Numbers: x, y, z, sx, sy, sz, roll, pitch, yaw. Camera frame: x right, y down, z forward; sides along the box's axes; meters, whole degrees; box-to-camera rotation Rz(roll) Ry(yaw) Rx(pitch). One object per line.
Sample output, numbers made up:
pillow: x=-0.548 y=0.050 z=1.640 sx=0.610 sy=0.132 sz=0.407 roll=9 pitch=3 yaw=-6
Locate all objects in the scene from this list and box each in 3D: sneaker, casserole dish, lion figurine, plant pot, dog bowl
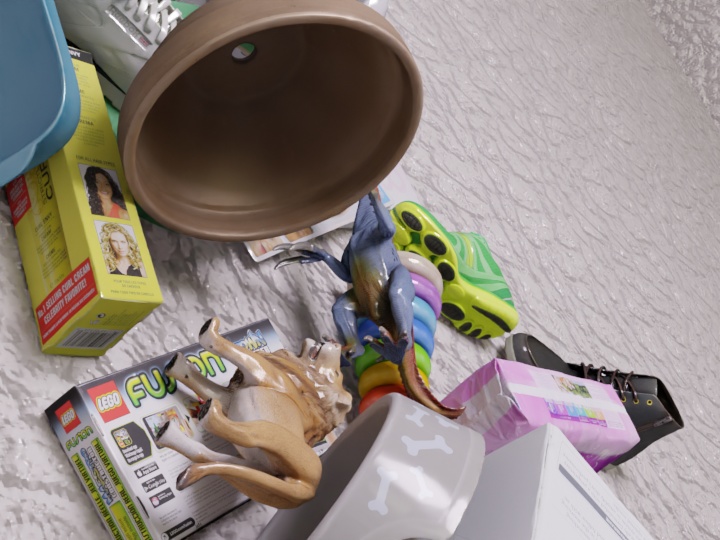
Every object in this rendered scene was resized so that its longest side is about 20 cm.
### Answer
sneaker: x=0.085 y=-0.006 z=1.023 sx=0.200 sy=0.074 sz=0.084 roll=43 pitch=33 yaw=-37
casserole dish: x=-0.238 y=-0.134 z=0.654 sx=0.039 sy=0.121 sz=0.201 roll=31 pitch=34 yaw=-65
lion figurine: x=-0.056 y=0.096 z=0.618 sx=0.122 sy=0.073 sz=0.200 roll=37 pitch=19 yaw=-18
sneaker: x=0.247 y=0.118 z=1.086 sx=0.200 sy=0.106 sz=0.075 roll=43 pitch=32 yaw=-20
plant pot: x=-0.065 y=-0.117 z=0.679 sx=0.200 sy=0.201 sz=0.093 roll=18 pitch=40 yaw=-45
dog bowl: x=-0.013 y=0.157 z=0.599 sx=0.059 sy=0.200 sz=0.200 roll=39 pitch=31 yaw=-3
sneaker: x=-0.159 y=-0.169 z=0.727 sx=0.199 sy=0.081 sz=0.077 roll=30 pitch=44 yaw=-16

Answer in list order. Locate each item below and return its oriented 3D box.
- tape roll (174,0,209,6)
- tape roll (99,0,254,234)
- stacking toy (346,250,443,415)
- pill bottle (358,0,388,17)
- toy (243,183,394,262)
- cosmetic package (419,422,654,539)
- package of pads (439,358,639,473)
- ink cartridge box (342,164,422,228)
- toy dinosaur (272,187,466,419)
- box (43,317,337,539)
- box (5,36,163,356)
tape roll: x=-0.082 y=-0.292 z=0.944 sx=0.071 sy=0.202 sz=0.202 roll=57 pitch=30 yaw=6
tape roll: x=-0.127 y=-0.120 z=0.802 sx=0.199 sy=0.048 sz=0.201 roll=18 pitch=49 yaw=-22
stacking toy: x=0.028 y=0.082 z=0.846 sx=0.085 sy=0.085 sz=0.201 roll=34 pitch=39 yaw=-31
pill bottle: x=-0.035 y=-0.222 z=0.881 sx=0.111 sy=0.111 sz=0.200 roll=58 pitch=-11 yaw=7
toy: x=-0.048 y=-0.090 z=0.899 sx=0.200 sy=0.047 sz=0.115 roll=-27 pitch=80 yaw=-46
cosmetic package: x=0.063 y=0.233 z=0.617 sx=0.123 sy=0.199 sz=0.200 roll=48 pitch=31 yaw=-11
package of pads: x=0.142 y=0.145 z=0.897 sx=0.199 sy=0.120 sz=0.076 roll=16 pitch=41 yaw=-47
ink cartridge box: x=-0.038 y=-0.117 z=0.981 sx=0.200 sy=0.057 sz=0.163 roll=2 pitch=58 yaw=-59
toy dinosaur: x=0.000 y=0.000 z=0.820 sx=0.200 sy=0.104 sz=0.182 roll=54 pitch=29 yaw=-34
box: x=-0.101 y=0.105 z=0.679 sx=0.110 sy=0.035 sz=0.200 roll=59 pitch=30 yaw=8
box: x=-0.191 y=-0.049 z=0.671 sx=0.050 sy=0.075 sz=0.201 roll=8 pitch=55 yaw=-49
